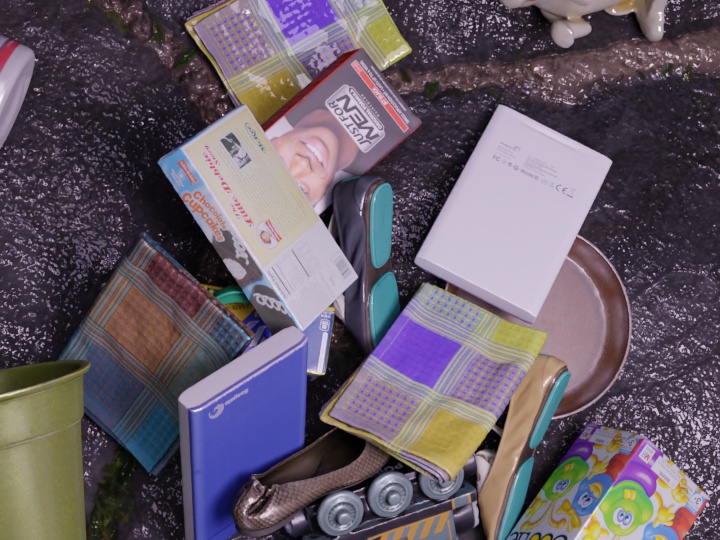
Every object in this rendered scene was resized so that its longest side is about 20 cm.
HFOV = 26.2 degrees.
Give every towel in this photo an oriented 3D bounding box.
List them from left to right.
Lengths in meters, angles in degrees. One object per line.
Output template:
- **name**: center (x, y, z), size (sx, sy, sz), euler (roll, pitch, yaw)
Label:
- **towel**: center (-0.196, 0.080, 1.422), size (0.147, 0.200, 0.022), euler (41, 33, 7)
- **towel**: center (-0.062, -0.237, 1.578), size (0.200, 0.023, 0.144), euler (-28, 86, -14)
- **towel**: center (0.071, 0.101, 1.454), size (0.143, 0.023, 0.200), euler (26, 55, 23)

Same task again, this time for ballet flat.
- **ballet flat**: center (-0.041, 0.178, 1.421), size (0.200, 0.067, 0.046), euler (-27, 119, -37)
- **ballet flat**: center (0.000, 0.000, 1.518), size (0.073, 0.073, 0.200), euler (-8, 112, -12)
- **ballet flat**: center (0.146, 0.172, 1.519), size (0.063, 0.069, 0.200), euler (23, 99, 21)

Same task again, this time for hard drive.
- **hard drive**: center (-0.105, 0.157, 1.406), size (0.132, 0.200, 0.025), euler (-32, 53, -32)
- **hard drive**: center (0.156, -0.059, 1.559), size (0.132, 0.025, 0.200), euler (27, 65, 4)

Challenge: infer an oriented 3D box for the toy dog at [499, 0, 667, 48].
- **toy dog**: center (0.213, -0.327, 1.590), size (0.200, 0.140, 0.194), euler (-6, 69, -12)

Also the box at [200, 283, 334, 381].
- **box**: center (-0.130, 0.056, 1.494), size (0.200, 0.064, 0.070), euler (10, 78, -8)

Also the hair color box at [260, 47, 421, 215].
- **hair color box**: center (-0.048, -0.118, 1.530), size (0.200, 0.061, 0.102), euler (-43, 104, -12)

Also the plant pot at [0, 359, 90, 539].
- **plant pot**: center (-0.321, 0.194, 1.387), size (0.200, 0.200, 0.190), euler (-13, 96, -13)

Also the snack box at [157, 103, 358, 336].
- **snack box**: center (-0.092, -0.045, 1.431), size (0.200, 0.037, 0.116), euler (57, 37, -8)

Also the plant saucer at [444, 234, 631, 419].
- **plant saucer**: center (0.176, 0.052, 1.570), size (0.200, 0.032, 0.201), euler (2, 80, -10)

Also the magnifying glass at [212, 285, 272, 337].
- **magnifying glass**: center (-0.115, 0.109, 1.460), size (0.079, 0.022, 0.200), euler (-1, 110, -5)

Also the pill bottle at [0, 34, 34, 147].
- **pill bottle**: center (-0.420, -0.192, 1.452), size (0.200, 0.120, 0.120), euler (23, 77, -6)

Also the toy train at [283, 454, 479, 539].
- **toy train**: center (0.023, 0.231, 1.481), size (0.200, 0.085, 0.114), euler (-17, 114, -18)

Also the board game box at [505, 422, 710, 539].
- **board game box**: center (0.222, 0.262, 1.494), size (0.103, 0.105, 0.200), euler (42, 75, -20)
